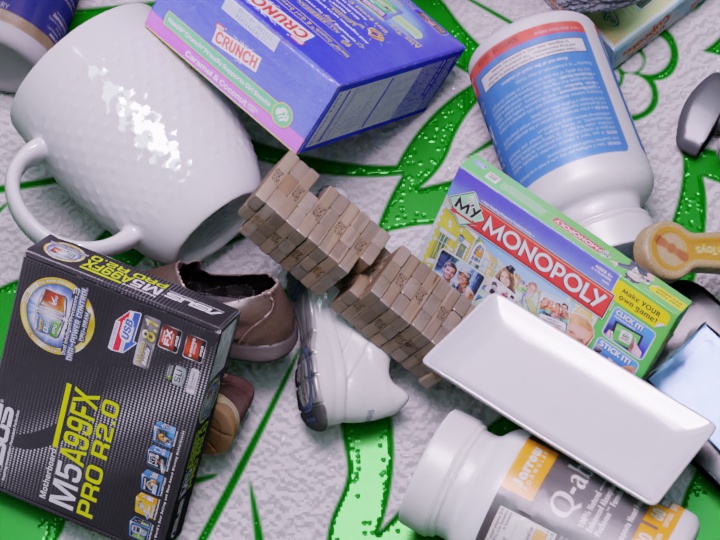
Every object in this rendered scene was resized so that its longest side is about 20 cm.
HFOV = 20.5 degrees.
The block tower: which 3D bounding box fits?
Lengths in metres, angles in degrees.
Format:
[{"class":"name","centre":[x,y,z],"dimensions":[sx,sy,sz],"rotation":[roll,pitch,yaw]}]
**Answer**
[{"class":"block tower","centre":[0.000,0.000,1.499],"dimensions":[0.200,0.054,0.058],"rotation":[41,55,-7]}]

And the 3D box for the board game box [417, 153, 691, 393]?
[{"class":"board game box","centre":[0.137,0.021,1.511],"dimensions":[0.200,0.135,0.029],"rotation":[35,39,15]}]

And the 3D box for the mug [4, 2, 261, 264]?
[{"class":"mug","centre":[-0.183,-0.083,1.549],"dimensions":[0.200,0.148,0.176],"rotation":[-34,75,-27]}]

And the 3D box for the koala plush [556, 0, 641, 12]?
[{"class":"koala plush","centre":[0.126,-0.318,1.596],"dimensions":[0.199,0.184,0.178],"rotation":[-1,48,31]}]

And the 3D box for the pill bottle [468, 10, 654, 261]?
[{"class":"pill bottle","centre":[0.164,-0.092,1.561],"dimensions":[0.112,0.112,0.201],"rotation":[-16,67,-4]}]

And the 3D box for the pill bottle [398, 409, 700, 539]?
[{"class":"pill bottle","centre":[0.136,0.187,1.449],"dimensions":[0.199,0.116,0.117],"rotation":[26,72,12]}]

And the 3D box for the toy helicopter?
[{"class":"toy helicopter","centre":[0.299,-0.003,1.515],"dimensions":[0.199,0.079,0.133],"rotation":[0,80,-21]}]

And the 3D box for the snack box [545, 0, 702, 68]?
[{"class":"snack box","centre":[0.191,-0.277,1.673],"dimensions":[0.116,0.037,0.200],"rotation":[-37,71,-11]}]

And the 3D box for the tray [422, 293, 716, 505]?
[{"class":"tray","centre":[0.151,0.096,1.452],"dimensions":[0.199,0.022,0.107],"rotation":[32,45,18]}]

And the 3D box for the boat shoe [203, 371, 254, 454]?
[{"class":"boat shoe","centre":[-0.178,0.084,1.539],"dimensions":[0.199,0.072,0.072],"rotation":[11,38,18]}]

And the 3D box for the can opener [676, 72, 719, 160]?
[{"class":"can opener","centre":[0.326,-0.176,1.619],"dimensions":[0.066,0.053,0.200],"rotation":[29,72,14]}]

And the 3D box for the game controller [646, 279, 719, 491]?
[{"class":"game controller","centre":[0.280,0.102,1.517],"dimensions":[0.104,0.042,0.200],"rotation":[-40,71,-13]}]

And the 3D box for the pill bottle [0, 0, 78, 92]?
[{"class":"pill bottle","centre":[-0.282,-0.260,1.647],"dimensions":[0.115,0.116,0.201],"rotation":[12,69,7]}]

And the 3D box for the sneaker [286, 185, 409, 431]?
[{"class":"sneaker","centre":[-0.010,0.030,1.554],"dimensions":[0.087,0.075,0.201],"rotation":[1,70,-15]}]

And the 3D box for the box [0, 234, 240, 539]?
[{"class":"box","centre":[-0.190,0.094,1.475],"dimensions":[0.159,0.044,0.201],"rotation":[22,113,10]}]

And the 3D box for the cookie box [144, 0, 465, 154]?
[{"class":"cookie box","centre":[-0.041,-0.186,1.568],"dimensions":[0.171,0.075,0.200],"rotation":[42,31,17]}]

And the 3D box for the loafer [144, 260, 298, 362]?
[{"class":"loafer","centre":[-0.145,0.018,1.516],"dimensions":[0.199,0.071,0.073],"rotation":[4,33,0]}]
